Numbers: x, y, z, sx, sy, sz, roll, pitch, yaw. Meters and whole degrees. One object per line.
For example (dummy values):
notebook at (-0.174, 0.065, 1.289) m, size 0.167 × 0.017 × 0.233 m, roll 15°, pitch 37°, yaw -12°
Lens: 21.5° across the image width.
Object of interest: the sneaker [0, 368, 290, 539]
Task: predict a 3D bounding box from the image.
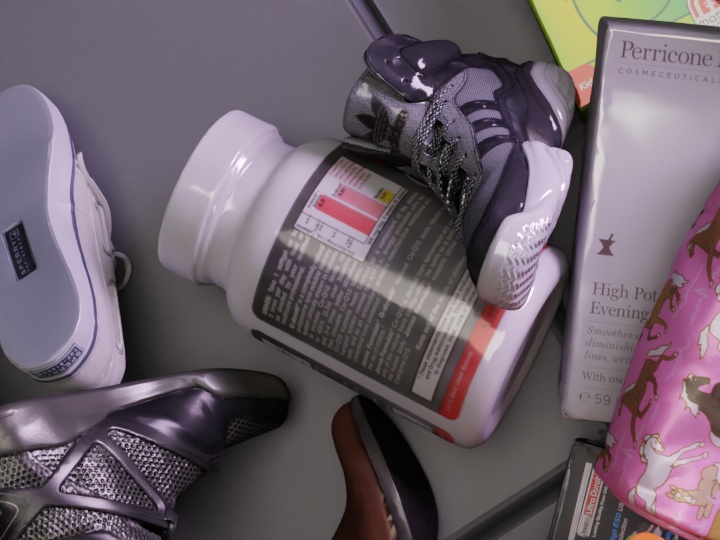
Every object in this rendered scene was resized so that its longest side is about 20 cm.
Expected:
sneaker at (-0.111, 0.115, 0.990) m, size 0.076 × 0.198 × 0.115 m, roll -28°, pitch 78°, yaw 45°

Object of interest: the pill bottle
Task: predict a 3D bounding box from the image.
pill bottle at (0.000, 0.000, 1.003) m, size 0.199 × 0.116 × 0.117 m, roll 27°, pitch 90°, yaw 11°

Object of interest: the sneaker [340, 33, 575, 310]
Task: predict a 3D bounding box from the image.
sneaker at (0.043, -0.054, 0.935) m, size 0.113 × 0.201 × 0.076 m, roll 17°, pitch 121°, yaw 0°

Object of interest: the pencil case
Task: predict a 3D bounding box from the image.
pencil case at (0.186, 0.028, 0.903) m, size 0.083 × 0.086 × 0.202 m, roll 33°, pitch 105°, yaw 53°

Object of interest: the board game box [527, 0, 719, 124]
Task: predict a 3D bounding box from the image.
board game box at (0.124, -0.195, 1.032) m, size 0.101 × 0.048 × 0.202 m, roll -25°, pitch 81°, yaw 8°

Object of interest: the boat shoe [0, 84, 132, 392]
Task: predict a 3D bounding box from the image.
boat shoe at (-0.165, -0.011, 1.059) m, size 0.074 × 0.086 × 0.203 m, roll -32°, pitch 51°, yaw 11°

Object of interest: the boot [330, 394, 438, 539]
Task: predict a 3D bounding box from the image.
boot at (-0.048, 0.183, 1.036) m, size 0.198 × 0.068 × 0.190 m, roll -18°, pitch 89°, yaw 16°

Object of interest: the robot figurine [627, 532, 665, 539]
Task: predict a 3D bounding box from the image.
robot figurine at (0.120, 0.207, 0.854) m, size 0.199 × 0.116 × 0.145 m, roll 22°, pitch 122°, yaw 23°

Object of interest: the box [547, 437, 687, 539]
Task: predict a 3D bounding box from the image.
box at (0.163, 0.205, 0.989) m, size 0.157 × 0.046 × 0.202 m, roll 14°, pitch 88°, yaw 11°

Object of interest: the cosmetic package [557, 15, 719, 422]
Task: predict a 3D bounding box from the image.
cosmetic package at (0.160, -0.024, 0.972) m, size 0.100 × 0.074 × 0.202 m, roll 5°, pitch 101°, yaw 3°
